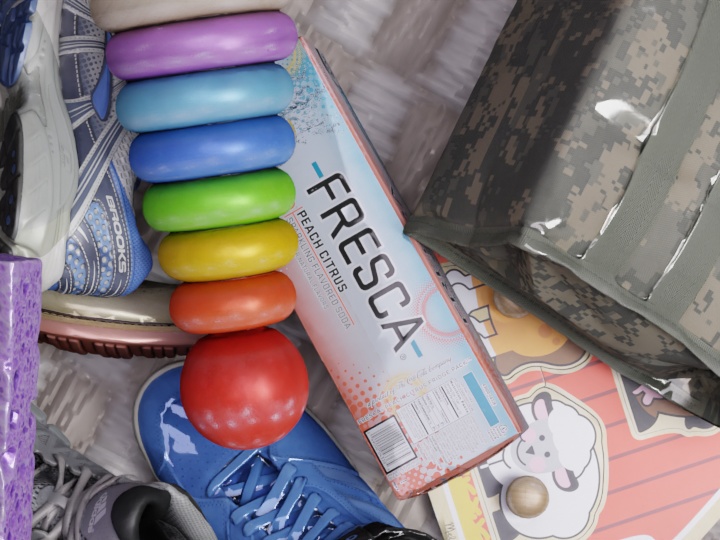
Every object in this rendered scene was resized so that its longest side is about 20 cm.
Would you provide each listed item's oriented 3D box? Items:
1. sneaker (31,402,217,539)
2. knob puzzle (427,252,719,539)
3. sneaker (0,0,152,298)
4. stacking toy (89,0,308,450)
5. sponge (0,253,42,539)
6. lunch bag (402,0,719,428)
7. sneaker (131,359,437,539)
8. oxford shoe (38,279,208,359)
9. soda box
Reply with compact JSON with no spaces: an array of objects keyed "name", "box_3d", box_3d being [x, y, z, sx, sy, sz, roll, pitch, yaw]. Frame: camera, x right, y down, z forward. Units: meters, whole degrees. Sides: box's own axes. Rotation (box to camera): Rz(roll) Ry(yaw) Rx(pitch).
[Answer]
[{"name":"sneaker","box_3d":[-0.131,0.090,0.978,0.200,0.115,0.075,33,70,-18]},{"name":"knob puzzle","box_3d":[0.115,0.040,1.062,0.219,0.030,0.220,0,88,-5]},{"name":"sneaker","box_3d":[-0.123,-0.072,1.013,0.085,0.077,0.200,17,59,-30]},{"name":"stacking toy","box_3d":[-0.057,-0.025,0.958,0.085,0.085,0.201,-8,93,-5]},{"name":"sponge","box_3d":[-0.188,0.089,0.945,0.111,0.030,0.201,6,97,18]},{"name":"lunch bag","box_3d":[0.146,-0.036,0.993,0.200,0.118,0.164,32,79,-28]},{"name":"sneaker","box_3d":[-0.019,0.115,1.007,0.077,0.111,0.200,-42,92,-6]},{"name":"oxford shoe","box_3d":[-0.141,-0.004,1.023,0.199,0.071,0.074,11,81,-7]},{"name":"soda box","box_3d":[0.000,0.000,1.020,0.063,0.068,0.200,-29,85,5]}]
